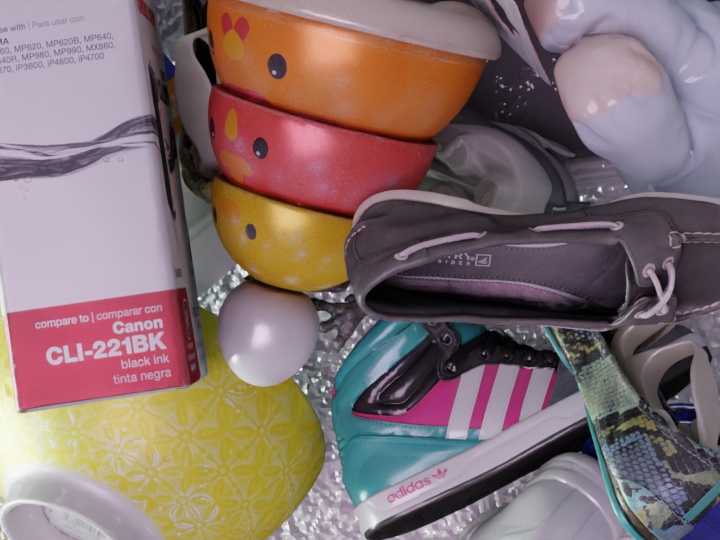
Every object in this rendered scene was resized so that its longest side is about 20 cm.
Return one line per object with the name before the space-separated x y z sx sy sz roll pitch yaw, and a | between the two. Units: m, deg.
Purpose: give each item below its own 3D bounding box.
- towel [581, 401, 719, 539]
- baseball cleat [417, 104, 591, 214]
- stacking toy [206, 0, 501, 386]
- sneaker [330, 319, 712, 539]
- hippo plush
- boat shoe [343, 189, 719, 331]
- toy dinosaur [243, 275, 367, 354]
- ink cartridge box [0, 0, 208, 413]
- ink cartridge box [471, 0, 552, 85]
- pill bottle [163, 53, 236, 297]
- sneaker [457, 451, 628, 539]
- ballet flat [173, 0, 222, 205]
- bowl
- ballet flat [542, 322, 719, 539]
towel | 0.219 0.139 1.443 0.200 0.050 0.148 47 154 -24
baseball cleat | 0.030 -0.065 1.471 0.200 0.106 0.070 37 108 35
stacking toy | -0.023 -0.041 1.367 0.146 0.146 0.200 14 96 12
sneaker | 0.069 0.045 1.493 0.200 0.084 0.121 -25 75 -2
hippo plush | 0.178 -0.106 1.358 0.161 0.159 0.200 -25 82 12
boat shoe | 0.092 0.003 1.313 0.200 0.057 0.067 2 128 2
toy dinosaur | 0.000 0.000 1.444 0.200 0.088 0.048 7 120 58
ink cartridge box | -0.129 -0.040 1.363 0.084 0.144 0.200 -9 90 1
ink cartridge box | 0.035 -0.190 1.343 0.047 0.160 0.200 -38 76 1
pill bottle | -0.139 -0.072 1.495 0.112 0.112 0.200 -40 94 25
sneaker | 0.070 0.167 1.494 0.075 0.088 0.200 39 148 9
ballet flat | -0.068 -0.126 1.440 0.071 0.071 0.200 -6 84 19
bowl | -0.128 0.102 1.508 0.200 0.108 0.200 18 147 13
ballet flat | 0.132 0.044 1.392 0.074 0.200 0.074 -12 138 -11
